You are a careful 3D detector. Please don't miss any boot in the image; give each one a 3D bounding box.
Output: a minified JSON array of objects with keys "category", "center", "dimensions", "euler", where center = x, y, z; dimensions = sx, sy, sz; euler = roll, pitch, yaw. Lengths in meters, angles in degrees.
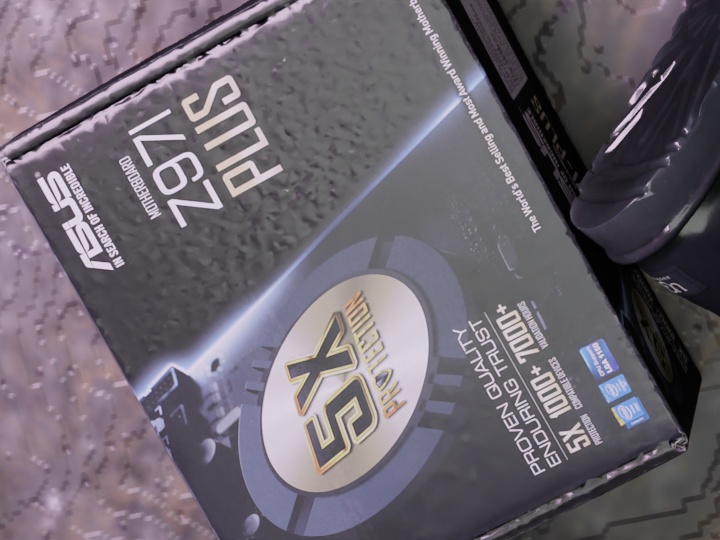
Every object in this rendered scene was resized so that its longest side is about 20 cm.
[{"category":"boot","center":[0.184,-0.044,0.876],"dimensions":[0.168,0.076,0.201],"euler":[36,82,-19]}]

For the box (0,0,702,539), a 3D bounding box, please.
[{"category":"box","center":[0.000,0.000,0.911],"dimensions":[0.163,0.086,0.201],"euler":[-27,97,16]}]
